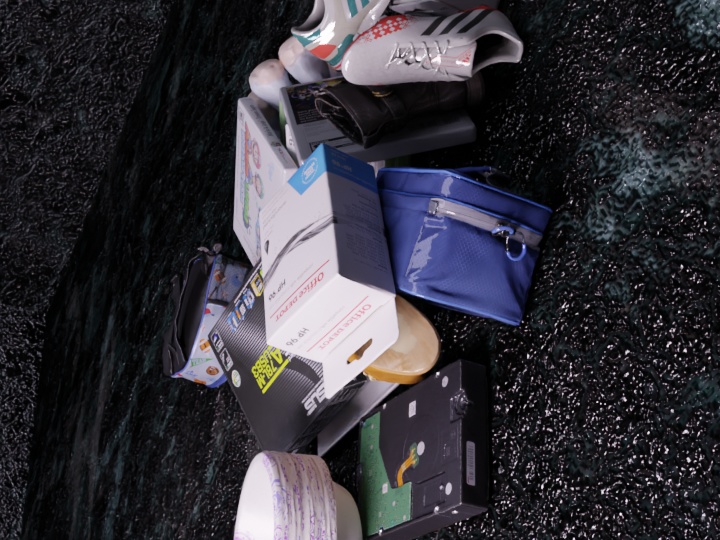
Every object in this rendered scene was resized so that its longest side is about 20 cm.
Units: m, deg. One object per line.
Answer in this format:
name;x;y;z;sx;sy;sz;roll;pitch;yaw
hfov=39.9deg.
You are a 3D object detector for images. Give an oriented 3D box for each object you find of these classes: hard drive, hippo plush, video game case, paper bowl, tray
hard drive;0.057;0.187;0.978;0.200;0.037;0.142;-40;40;50
hippo plush;-0.058;-0.185;1.285;0.202;0.157;0.162;95;156;-47
video game case;-0.124;-0.088;1.259;0.183;0.023;0.203;-124;33;-46
video game case;0.014;-0.180;1.139;0.183;0.196;0.024;-109;9;-52
paper bowl;-0.064;0.292;1.020;0.200;0.102;0.205;-171;90;-71
tray;0.003;0.129;1.152;0.200;0.022;0.109;-49;34;43

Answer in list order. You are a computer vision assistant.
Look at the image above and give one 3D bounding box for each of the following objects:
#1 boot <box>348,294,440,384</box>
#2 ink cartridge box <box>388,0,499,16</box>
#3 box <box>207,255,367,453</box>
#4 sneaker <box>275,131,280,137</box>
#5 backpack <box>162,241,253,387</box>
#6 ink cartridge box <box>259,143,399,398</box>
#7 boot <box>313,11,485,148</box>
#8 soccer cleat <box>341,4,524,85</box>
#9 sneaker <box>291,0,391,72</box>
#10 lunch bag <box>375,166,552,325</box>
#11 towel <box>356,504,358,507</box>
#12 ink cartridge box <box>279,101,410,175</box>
boot;0.033;0.077;0.981;0.200;0.144;0.071;20;75;44
ink cartridge box;0.120;-0.391;1.156;0.144;0.083;0.203;28;99;66
box;-0.095;0.105;1.197;0.200;0.047;0.195;-49;60;43
sneaker;-0.106;-0.155;1.455;0.075;0.113;0.203;-39;41;51
backpack;-0.226;0.081;1.525;0.200;0.152;0.193;-34;37;63
ink cartridge box;-0.033;-0.001;0.913;0.116;0.067;0.202;-43;40;35
boot;0.027;-0.215;1.106;0.200;0.172;0.070;-128;24;-46
soccer cleat;0.077;-0.228;1.033;0.086;0.197;0.069;-124;26;-44
sneaker;-0.011;-0.343;1.181;0.202;0.092;0.071;-59;26;17
lunch bag;0.085;-0.034;0.939;0.199;0.134;0.135;11;85;63
towel;-0.032;0.362;1.077;0.147;0.023;0.203;-36;43;53
ink cartridge box;-0.036;-0.126;1.185;0.198;0.059;0.105;20;126;30
